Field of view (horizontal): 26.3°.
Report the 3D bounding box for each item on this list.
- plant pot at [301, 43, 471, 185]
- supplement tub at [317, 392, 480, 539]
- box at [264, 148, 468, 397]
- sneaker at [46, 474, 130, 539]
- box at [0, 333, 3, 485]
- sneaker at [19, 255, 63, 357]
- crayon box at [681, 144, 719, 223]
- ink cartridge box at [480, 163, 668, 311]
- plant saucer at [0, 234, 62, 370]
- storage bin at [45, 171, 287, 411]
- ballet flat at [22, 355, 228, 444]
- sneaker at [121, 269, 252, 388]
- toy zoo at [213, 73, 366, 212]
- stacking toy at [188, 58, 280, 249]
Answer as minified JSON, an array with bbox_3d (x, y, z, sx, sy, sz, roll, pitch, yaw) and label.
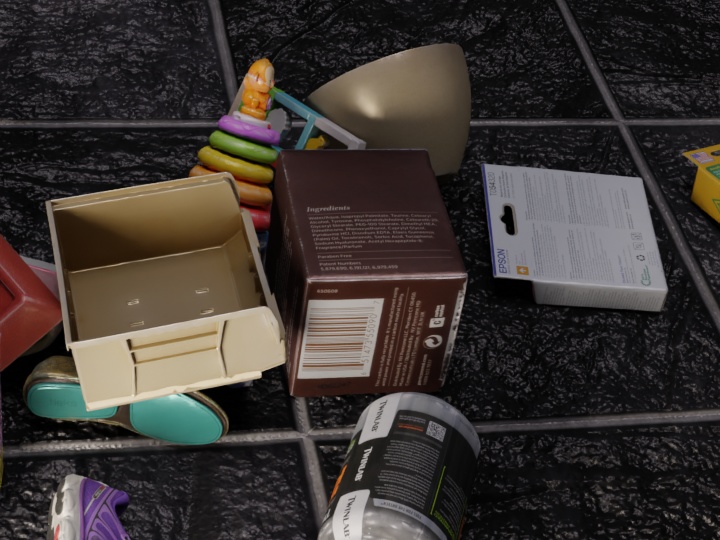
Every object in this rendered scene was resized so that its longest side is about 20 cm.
[{"bbox_3d":[0.045,-0.157,1.767,0.199,0.200,0.135,-16,83,-27],"label":"plant pot"},{"bbox_3d":[0.033,0.216,1.378,0.122,0.123,0.201,16,41,6],"label":"supplement tub"},{"bbox_3d":[0.000,0.000,1.576,0.163,0.167,0.201,-2,44,-12],"label":"box"},{"bbox_3d":[-0.224,0.259,1.316,0.083,0.081,0.201,12,43,-18],"label":"sneaker"},{"bbox_3d":[-0.413,0.140,1.327,0.198,0.177,0.097,4,41,-8],"label":"box"},{"bbox_3d":[-0.385,0.028,1.531,0.198,0.076,0.105,12,36,-5],"label":"sneaker"},{"bbox_3d":[0.489,-0.083,1.844,0.125,0.052,0.200,-14,40,-25],"label":"crayon box"},{"bbox_3d":[0.238,-0.039,1.764,0.198,0.044,0.197,4,43,-4],"label":"ink cartridge box"},{"bbox_3d":[-0.415,0.035,1.475,0.199,0.037,0.200,-41,64,-11],"label":"plant saucer"},{"bbox_3d":[-0.185,0.015,1.466,0.197,0.094,0.201,-11,43,-9],"label":"storage bin"},{"bbox_3d":[-0.221,0.118,1.480,0.198,0.071,0.071,9,41,-2],"label":"ballet flat"},{"bbox_3d":[-0.182,0.050,1.559,0.114,0.081,0.200,-12,40,-17],"label":"sneaker"},{"bbox_3d":[-0.076,-0.117,1.721,0.199,0.132,0.020,34,17,24],"label":"toy zoo"},{"bbox_3d":[-0.128,-0.130,1.661,0.109,0.202,0.116,20,7,14],"label":"stacking toy"}]
